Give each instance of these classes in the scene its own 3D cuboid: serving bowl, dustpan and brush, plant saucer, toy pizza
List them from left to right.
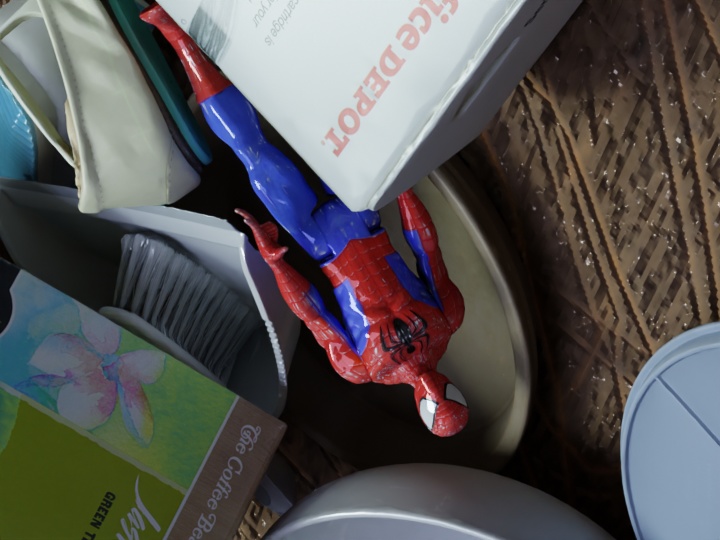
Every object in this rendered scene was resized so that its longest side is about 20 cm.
[{"bbox_3d":[-0.065,0.042,1.254,0.139,0.057,0.200,11,158,36],"label":"dustpan and brush"},{"bbox_3d":[0.000,0.000,1.223,0.200,0.029,0.201,31,139,31],"label":"plant saucer"},{"bbox_3d":[0.050,0.148,1.237,0.199,0.066,0.201,15,137,15],"label":"serving bowl"},{"bbox_3d":[0.181,0.100,1.094,0.200,0.032,0.201,30,140,29],"label":"toy pizza"}]

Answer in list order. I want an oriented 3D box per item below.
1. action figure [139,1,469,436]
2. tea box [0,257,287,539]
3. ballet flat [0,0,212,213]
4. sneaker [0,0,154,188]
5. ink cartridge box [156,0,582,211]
[{"bbox_3d":[-0.013,-0.024,1.137,0.201,0.065,0.052,60,173,-8],"label":"action figure"},{"bbox_3d":[-0.163,0.092,1.246,0.196,0.134,0.200,29,158,-7],"label":"tea box"},{"bbox_3d":[-0.123,-0.115,1.156,0.069,0.069,0.201,-22,91,55],"label":"ballet flat"},{"bbox_3d":[-0.130,-0.071,1.281,0.077,0.081,0.200,51,165,1],"label":"sneaker"},{"bbox_3d":[-0.012,-0.144,1.046,0.200,0.083,0.147,48,133,10],"label":"ink cartridge box"}]
